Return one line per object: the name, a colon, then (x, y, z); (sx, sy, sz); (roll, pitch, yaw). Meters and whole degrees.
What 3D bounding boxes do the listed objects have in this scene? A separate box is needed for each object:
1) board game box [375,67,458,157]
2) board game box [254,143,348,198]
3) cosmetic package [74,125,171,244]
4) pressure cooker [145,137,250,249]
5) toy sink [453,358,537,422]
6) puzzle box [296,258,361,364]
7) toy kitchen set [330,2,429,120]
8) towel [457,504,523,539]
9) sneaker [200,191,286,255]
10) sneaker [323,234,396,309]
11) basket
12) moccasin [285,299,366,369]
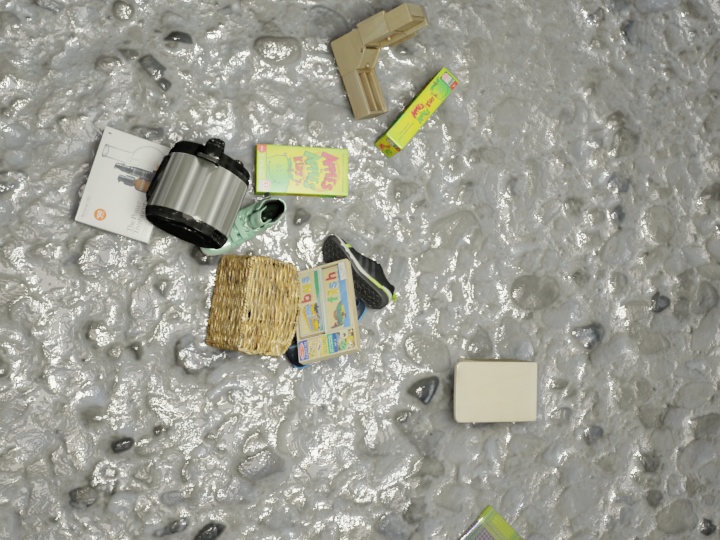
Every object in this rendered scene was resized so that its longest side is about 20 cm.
board game box: (0.122, -0.344, 1.677); (0.048, 0.102, 0.200); (41, 79, -8)
board game box: (-0.127, -0.212, 1.645); (0.198, 0.048, 0.103); (1, 87, -14)
cosmetic package: (-0.473, -0.171, 1.557); (0.149, 0.052, 0.202); (17, 84, -10)
pressure cooker: (-0.313, -0.162, 1.513); (0.178, 0.175, 0.202); (35, 71, -49)
toy sink: (0.278, 0.263, 1.696); (0.198, 0.112, 0.132); (2, 87, -19)
puzzle box: (-0.074, 0.085, 1.590); (0.132, 0.025, 0.202); (-16, 66, 18)
toy kitchen set: (0.080, -0.451, 1.656); (0.163, 0.199, 0.182); (-22, 94, -55)
towel: (0.269, 0.648, 1.724); (0.200, 0.023, 0.144); (-45, 98, -12)
sneaker: (-0.242, -0.098, 1.576); (0.199, 0.118, 0.074); (-32, 97, -12)
sneaker: (0.000, 0.000, 1.671); (0.200, 0.072, 0.083); (50, 41, 0)
basket: (-0.217, 0.072, 1.593); (0.142, 0.148, 0.202); (12, 83, -37)
moccasin: (-0.074, 0.125, 1.627); (0.200, 0.080, 0.068); (-41, 104, -13)
